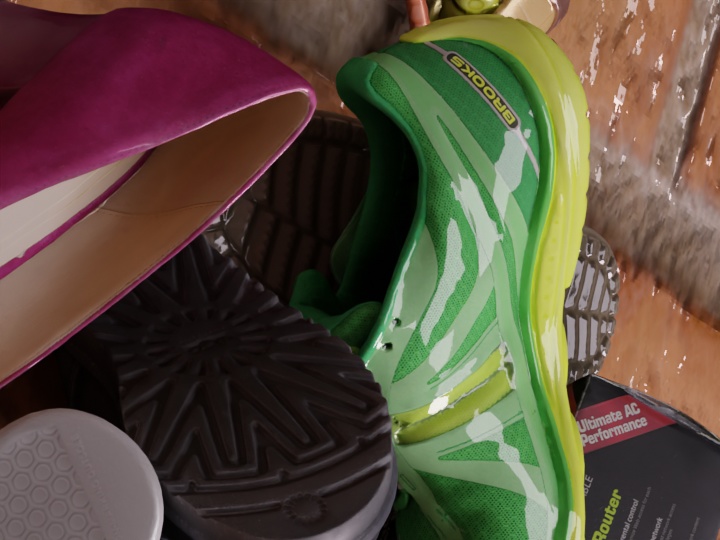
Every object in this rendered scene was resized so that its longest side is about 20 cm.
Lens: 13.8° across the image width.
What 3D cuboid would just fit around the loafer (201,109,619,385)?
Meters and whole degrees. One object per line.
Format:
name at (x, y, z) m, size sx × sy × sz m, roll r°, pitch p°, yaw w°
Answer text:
loafer at (0.000, 0.000, 0.920) m, size 0.200 × 0.068 × 0.076 m, roll 21°, pitch 75°, yaw -47°

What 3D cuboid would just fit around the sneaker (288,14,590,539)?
sneaker at (0.018, 0.027, 0.851) m, size 0.083 × 0.074 × 0.200 m, roll -4°, pitch 98°, yaw -23°

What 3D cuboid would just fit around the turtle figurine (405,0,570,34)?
turtle figurine at (0.058, -0.096, 0.987) m, size 0.161 × 0.064 × 0.200 m, roll -51°, pitch 148°, yaw -20°

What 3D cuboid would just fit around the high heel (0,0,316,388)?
high heel at (-0.090, 0.017, 0.715) m, size 0.200 × 0.096 × 0.067 m, roll -60°, pitch 148°, yaw -32°

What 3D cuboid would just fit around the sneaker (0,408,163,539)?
sneaker at (-0.119, 0.123, 0.735) m, size 0.200 × 0.071 × 0.099 m, roll -51°, pitch 178°, yaw -8°

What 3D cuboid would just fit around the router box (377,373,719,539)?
router box at (0.034, 0.144, 0.950) m, size 0.150 × 0.062 × 0.200 m, roll -36°, pitch -153°, yaw 61°

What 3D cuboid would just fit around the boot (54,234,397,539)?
boot at (-0.032, 0.104, 0.815) m, size 0.066 × 0.165 × 0.200 m, roll -14°, pitch 123°, yaw -17°
